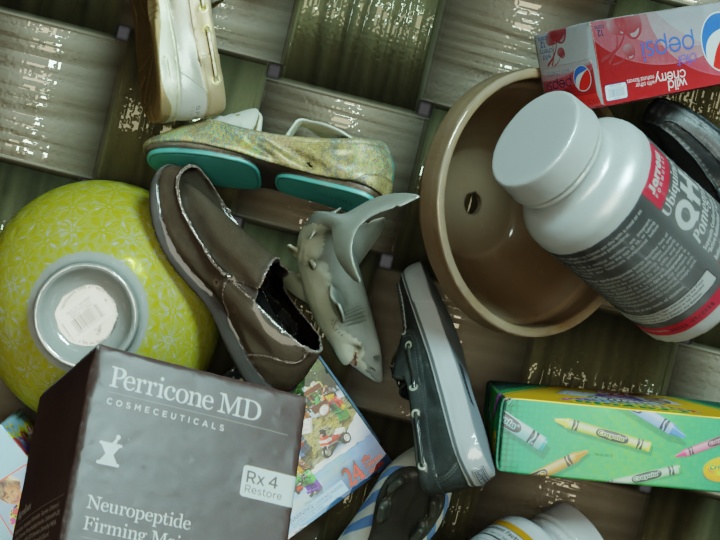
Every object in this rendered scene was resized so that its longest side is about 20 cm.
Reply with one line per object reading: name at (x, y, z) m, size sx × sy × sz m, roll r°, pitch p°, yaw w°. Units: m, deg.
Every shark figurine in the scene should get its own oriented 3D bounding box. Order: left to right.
shark figurine at (-0.008, -0.018, 1.373) m, size 0.089 × 0.215 × 0.128 m, roll -35°, pitch 65°, yaw -19°

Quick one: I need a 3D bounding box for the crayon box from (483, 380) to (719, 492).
crayon box at (0.199, 0.129, 1.393) m, size 0.198 × 0.119 × 0.059 m, roll 6°, pitch 93°, yaw -2°

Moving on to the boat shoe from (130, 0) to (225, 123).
boat shoe at (-0.139, -0.213, 1.396) m, size 0.068 × 0.074 × 0.202 m, roll 0°, pitch 82°, yaw -24°

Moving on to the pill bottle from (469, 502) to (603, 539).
pill bottle at (0.100, 0.265, 1.383) m, size 0.199 × 0.109 × 0.110 m, roll -31°, pitch 94°, yaw -23°

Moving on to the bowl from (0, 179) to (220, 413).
bowl at (-0.207, 0.031, 1.385) m, size 0.198 × 0.108 × 0.203 m, roll 0°, pitch 93°, yaw -1°

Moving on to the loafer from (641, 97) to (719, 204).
loafer at (0.285, -0.050, 1.403) m, size 0.070 × 0.068 × 0.201 m, roll -45°, pitch 105°, yaw -3°

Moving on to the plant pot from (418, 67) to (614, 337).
plant pot at (0.110, -0.052, 1.376) m, size 0.199 × 0.092 × 0.203 m, roll -2°, pitch 93°, yaw -36°

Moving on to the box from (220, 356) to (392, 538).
box at (-0.093, 0.155, 1.428) m, size 0.199 × 0.038 × 0.137 m, roll -36°, pitch 93°, yaw 0°

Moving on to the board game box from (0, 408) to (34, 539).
board game box at (-0.246, 0.222, 1.394) m, size 0.105 × 0.103 × 0.200 m, roll -39°, pitch 94°, yaw 0°

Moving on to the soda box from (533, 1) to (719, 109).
soda box at (0.230, -0.165, 1.359) m, size 0.198 × 0.070 × 0.064 m, roll -12°, pitch 94°, yaw -33°

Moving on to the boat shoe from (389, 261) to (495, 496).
boat shoe at (0.051, 0.081, 1.374) m, size 0.056 × 0.069 × 0.201 m, roll -22°, pitch 53°, yaw 9°

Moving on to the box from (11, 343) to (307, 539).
box at (-0.152, 0.184, 1.277) m, size 0.164 × 0.164 × 0.202 m, roll 15°, pitch 68°, yaw -20°

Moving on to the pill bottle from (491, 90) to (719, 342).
pill bottle at (0.189, -0.042, 1.309) m, size 0.199 × 0.111 × 0.111 m, roll 37°, pitch 91°, yaw -31°

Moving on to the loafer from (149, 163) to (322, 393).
loafer at (-0.088, -0.001, 1.371) m, size 0.071 × 0.073 × 0.201 m, roll -31°, pitch 91°, yaw 29°

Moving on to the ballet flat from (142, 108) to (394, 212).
ballet flat at (-0.069, -0.093, 1.406) m, size 0.198 × 0.071 × 0.071 m, roll 11°, pitch 93°, yaw 3°

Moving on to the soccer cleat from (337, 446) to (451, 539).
soccer cleat at (0.018, 0.221, 1.424) m, size 0.070 × 0.086 × 0.201 m, roll 34°, pitch 115°, yaw 2°
